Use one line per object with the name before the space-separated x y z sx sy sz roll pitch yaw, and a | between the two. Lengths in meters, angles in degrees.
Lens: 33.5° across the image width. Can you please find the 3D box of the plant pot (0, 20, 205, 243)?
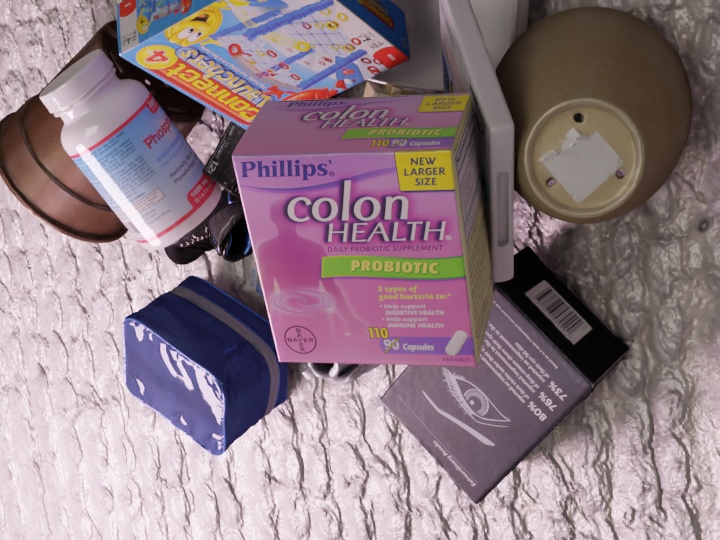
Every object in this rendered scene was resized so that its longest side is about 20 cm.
plant pot | -0.296 -0.171 1.408 0.198 0.200 0.201 -41 76 29

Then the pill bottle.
pill bottle | -0.245 -0.129 1.271 0.108 0.109 0.201 -17 120 38

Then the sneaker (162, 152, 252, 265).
sneaker | -0.173 -0.041 1.383 0.200 0.072 0.113 -52 47 42

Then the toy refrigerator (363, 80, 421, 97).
toy refrigerator | 0.038 -0.132 1.087 0.075 0.200 0.071 14 102 -4

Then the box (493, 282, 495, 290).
box | 0.038 -0.035 1.144 0.197 0.200 0.050 -1 131 18

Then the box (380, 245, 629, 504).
box | 0.139 0.104 1.183 0.148 0.104 0.200 47 125 11

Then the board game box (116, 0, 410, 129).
board game box | -0.087 -0.220 1.107 0.194 0.199 0.057 -21 63 29

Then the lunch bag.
lunch bag | -0.184 0.103 1.422 0.199 0.132 0.137 32 135 26

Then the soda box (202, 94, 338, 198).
soda box | -0.081 -0.167 1.258 0.071 0.063 0.201 35 97 48

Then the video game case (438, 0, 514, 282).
video game case | 0.099 -0.123 1.028 0.183 0.023 0.202 81 177 -50

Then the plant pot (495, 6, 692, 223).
plant pot | 0.189 -0.113 1.000 0.185 0.200 0.190 3 109 10

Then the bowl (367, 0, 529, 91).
bowl | 0.082 -0.280 1.157 0.198 0.074 0.203 11 109 35

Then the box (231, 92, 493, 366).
box | 0.009 -0.030 0.970 0.174 0.097 0.202 1 123 16

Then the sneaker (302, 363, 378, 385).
sneaker | 0.025 0.064 1.258 0.199 0.115 0.076 -31 86 38

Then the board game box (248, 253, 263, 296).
board game box | -0.070 -0.053 1.327 0.135 0.034 0.202 31 120 50
